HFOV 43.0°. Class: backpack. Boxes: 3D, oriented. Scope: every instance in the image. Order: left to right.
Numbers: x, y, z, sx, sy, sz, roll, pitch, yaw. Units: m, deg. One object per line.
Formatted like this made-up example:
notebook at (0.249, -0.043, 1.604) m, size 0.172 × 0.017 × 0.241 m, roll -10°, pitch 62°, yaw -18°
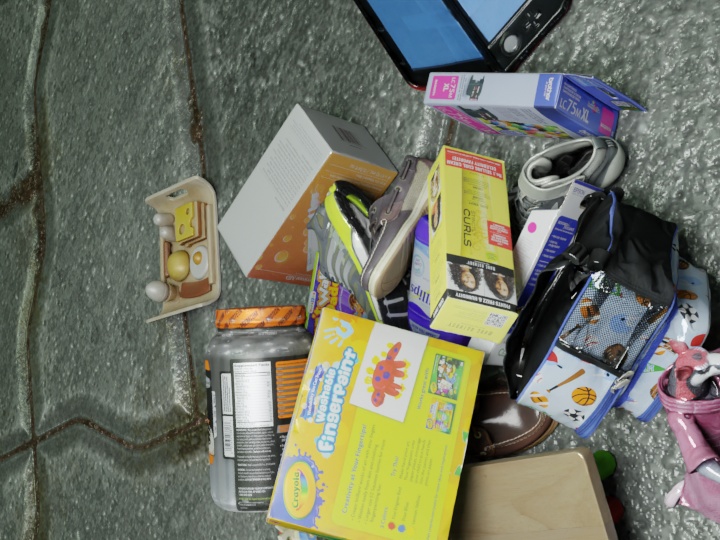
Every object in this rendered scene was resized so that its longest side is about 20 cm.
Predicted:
backpack at (0.217, 0.049, 0.823) m, size 0.153 × 0.200 × 0.192 m, roll 35°, pitch 120°, yaw 7°

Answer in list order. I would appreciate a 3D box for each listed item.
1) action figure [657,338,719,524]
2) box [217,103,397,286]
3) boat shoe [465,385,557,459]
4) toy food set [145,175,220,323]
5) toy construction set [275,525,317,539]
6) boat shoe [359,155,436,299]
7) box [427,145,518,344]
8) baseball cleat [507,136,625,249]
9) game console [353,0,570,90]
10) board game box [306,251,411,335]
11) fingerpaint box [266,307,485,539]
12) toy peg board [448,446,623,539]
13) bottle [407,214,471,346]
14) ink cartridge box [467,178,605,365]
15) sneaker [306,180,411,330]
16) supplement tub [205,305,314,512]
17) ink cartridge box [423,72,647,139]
action figure at (0.290, 0.114, 0.740) m, size 0.135 × 0.200 × 0.148 m, roll -55°, pitch 28°, yaw -18°
box at (-0.069, -0.089, 1.153) m, size 0.201 × 0.123 × 0.098 m, roll -53°, pitch 53°, yaw 25°
boat shoe at (0.115, 0.168, 0.976) m, size 0.199 × 0.070 × 0.071 m, roll -25°, pitch 66°, yaw 37°
toy food set at (-0.282, -0.030, 1.391) m, size 0.142 × 0.060 × 0.203 m, roll -17°, pitch 73°, yaw 41°
toy construction set at (-0.006, 0.284, 1.065) m, size 0.198 × 0.092 × 0.133 m, roll -8°, pitch 78°, yaw 31°
boat shoe at (0.039, -0.054, 1.019) m, size 0.064 × 0.072 × 0.201 m, roll 21°, pitch 56°, yaw 13°
box at (0.106, -0.029, 0.884) m, size 0.050 × 0.074 × 0.202 m, roll 115°, pitch 164°, yaw -47°
baseball cleat at (0.172, -0.075, 0.934) m, size 0.200 × 0.106 × 0.070 m, roll -44°, pitch 61°, yaw 32°
game console at (0.105, -0.315, 1.029) m, size 0.172 × 0.118 × 0.201 m, roll -47°, pitch 55°, yaw 28°
board game box at (-0.011, 0.086, 1.125) m, size 0.133 × 0.044 × 0.203 m, roll 9°, pitch 90°, yaw 44°
fingerpaint box at (0.015, 0.158, 0.870) m, size 0.073 × 0.164 × 0.203 m, roll 110°, pitch 174°, yaw -70°
toy peg board at (0.182, 0.273, 0.895) m, size 0.199 × 0.097 × 0.202 m, roll -20°, pitch 85°, yaw 42°
bottle at (0.090, 0.042, 0.993) m, size 0.083 × 0.065 × 0.203 m, roll 27°, pitch 120°, yaw 45°
ink cartridge box at (0.184, 0.004, 0.918) m, size 0.037 × 0.094 × 0.202 m, roll 38°, pitch 109°, yaw 40°
sneaker at (0.000, 0.000, 1.054) m, size 0.081 × 0.073 × 0.202 m, roll -39°, pitch 65°, yaw 40°
supplement tub at (-0.100, 0.139, 0.953) m, size 0.121 × 0.122 × 0.203 m, roll -4°, pitch 88°, yaw 43°
ink cartridge box at (0.176, -0.167, 0.936) m, size 0.198 × 0.119 × 0.043 m, roll 9°, pitch 86°, yaw 43°
